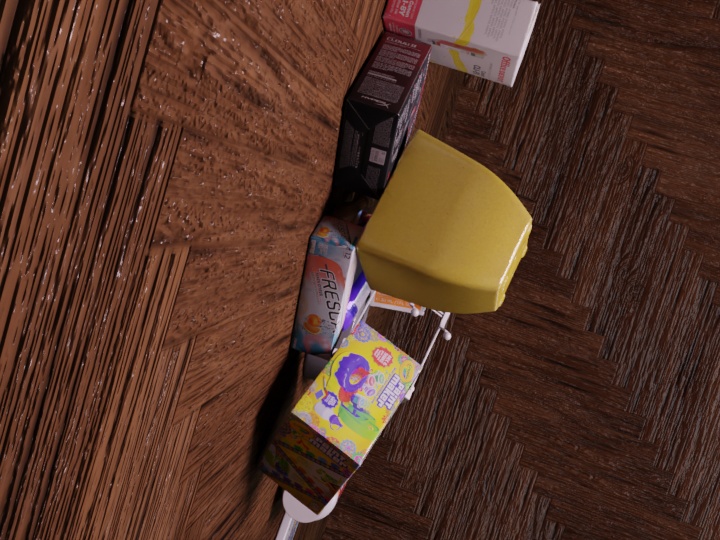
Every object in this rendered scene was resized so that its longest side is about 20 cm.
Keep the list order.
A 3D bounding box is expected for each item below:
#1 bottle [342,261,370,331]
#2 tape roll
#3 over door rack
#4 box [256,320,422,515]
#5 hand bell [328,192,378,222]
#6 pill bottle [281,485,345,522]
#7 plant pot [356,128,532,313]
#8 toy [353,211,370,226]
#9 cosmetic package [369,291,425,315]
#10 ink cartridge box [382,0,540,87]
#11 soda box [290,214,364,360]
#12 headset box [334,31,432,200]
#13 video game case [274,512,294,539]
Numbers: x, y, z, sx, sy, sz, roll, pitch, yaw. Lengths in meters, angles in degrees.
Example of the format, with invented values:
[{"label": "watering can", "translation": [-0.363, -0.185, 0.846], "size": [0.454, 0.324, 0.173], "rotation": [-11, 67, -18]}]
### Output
[{"label": "bottle", "translation": [0.000, 0.000, 1.328], "size": [0.201, 0.065, 0.084], "rotation": [-58, 173, -17]}, {"label": "tape roll", "translation": [-0.037, 0.103, 1.447], "size": [0.200, 0.065, 0.203], "rotation": [17, 90, -83]}, {"label": "over door rack", "translation": [0.066, 0.095, 1.337], "size": [0.201, 0.147, 0.067], "rotation": [-58, -170, -19]}, {"label": "box", "translation": [-0.031, 0.219, 1.221], "size": [0.200, 0.121, 0.193], "rotation": [-50, 175, -42]}, {"label": "hand bell", "translation": [0.001, -0.100, 1.234], "size": [0.200, 0.103, 0.105], "rotation": [-41, 150, -56]}, {"label": "pill bottle", "translation": [-0.092, 0.427, 1.626], "size": [0.200, 0.112, 0.114], "rotation": [-10, 117, -83]}, {"label": "plant pot", "translation": [0.132, -0.044, 1.174], "size": [0.196, 0.198, 0.196], "rotation": [-62, 166, -14]}, {"label": "toy", "translation": [0.014, -0.100, 1.413], "size": [0.115, 0.047, 0.202], "rotation": [56, 52, -80]}, {"label": "cosmetic package", "translation": [0.080, -0.034, 1.420], "size": [0.071, 0.100, 0.203], "rotation": [-52, 150, -75]}, {"label": "ink cartridge box", "translation": [0.140, -0.344, 1.161], "size": [0.145, 0.198, 0.084], "rotation": [32, 77, -83]}, {"label": "soda box", "translation": [-0.048, 0.027, 1.164], "size": [0.069, 0.063, 0.202], "rotation": [-63, 168, -54]}, {"label": "headset box", "translation": [0.035, -0.222, 1.141], "size": [0.150, 0.074, 0.201], "rotation": [101, 9, -47]}, {"label": "video game case", "translation": [-0.179, 0.621, 1.817], "size": [0.183, 0.023, 0.202], "rotation": [96, 12, -60]}]
